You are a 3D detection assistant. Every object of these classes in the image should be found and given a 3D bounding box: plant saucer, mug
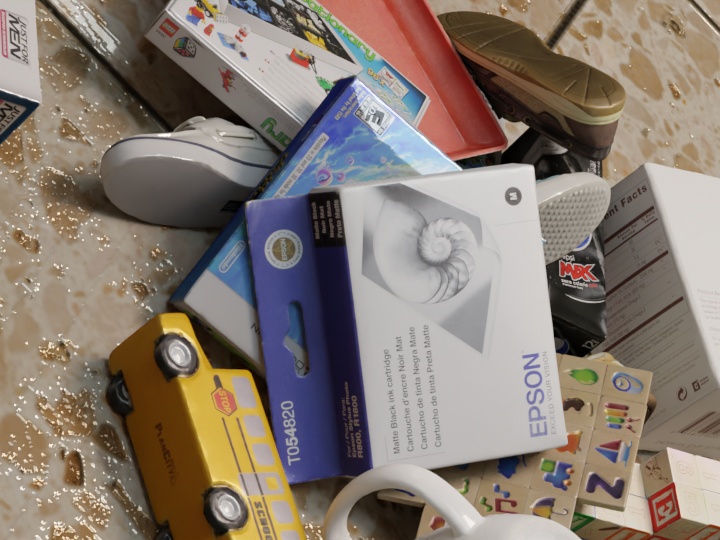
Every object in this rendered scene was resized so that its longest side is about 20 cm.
[{"bbox_3d":[-0.005,-0.154,1.816,0.199,0.037,0.200,-15,69,-46],"label":"plant saucer"},{"bbox_3d":[0.055,0.214,1.525,0.200,0.175,0.148,53,39,2],"label":"mug"}]

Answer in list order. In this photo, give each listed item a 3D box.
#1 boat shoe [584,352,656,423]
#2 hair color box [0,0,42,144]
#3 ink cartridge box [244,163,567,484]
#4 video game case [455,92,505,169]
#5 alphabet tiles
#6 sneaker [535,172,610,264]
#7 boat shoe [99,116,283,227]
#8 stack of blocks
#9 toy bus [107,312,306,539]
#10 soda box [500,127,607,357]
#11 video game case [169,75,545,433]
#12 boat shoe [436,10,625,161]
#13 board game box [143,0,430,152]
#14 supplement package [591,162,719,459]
[{"bbox_3d":[0.124,0.100,1.762,0.199,0.072,0.076,-8,53,-41],"label":"boat shoe"},{"bbox_3d":[-0.308,-0.159,1.550,0.199,0.060,0.100,17,51,-34],"label":"hair color box"},{"bbox_3d":[0.032,0.036,1.614,0.199,0.041,0.201,-9,93,-16],"label":"ink cartridge box"},{"bbox_3d":[0.030,-0.129,1.880,0.200,0.023,0.182,32,43,-24],"label":"video game case"},{"bbox_3d":[0.107,0.125,1.661,0.166,0.008,0.200,11,44,8],"label":"alphabet tiles"},{"bbox_3d":[0.090,-0.039,1.784,0.199,0.074,0.082,-22,49,-23],"label":"sneaker"},{"bbox_3d":[-0.105,-0.075,1.675,0.199,0.072,0.066,4,53,-42],"label":"boat shoe"},{"bbox_3d":[0.199,0.180,1.736,0.199,0.115,0.059,18,49,-33],"label":"stack of blocks"},{"bbox_3d":[-0.095,0.128,1.533,0.078,0.065,0.201,2,60,-43],"label":"toy bus"},{"bbox_3d":[0.147,-0.020,1.870,0.063,0.071,0.201,24,46,-24],"label":"soda box"},{"bbox_3d":[0.000,0.000,1.650,0.181,0.045,0.200,40,79,-14],"label":"video game case"},{"bbox_3d":[0.124,-0.145,1.877,0.073,0.065,0.200,-15,35,-33],"label":"boat shoe"},{"bbox_3d":[-0.049,-0.145,1.716,0.200,0.035,0.126,40,39,-10],"label":"board game box"},{"bbox_3d":[0.255,0.033,1.897,0.117,0.117,0.201,9,56,-38],"label":"supplement package"}]
